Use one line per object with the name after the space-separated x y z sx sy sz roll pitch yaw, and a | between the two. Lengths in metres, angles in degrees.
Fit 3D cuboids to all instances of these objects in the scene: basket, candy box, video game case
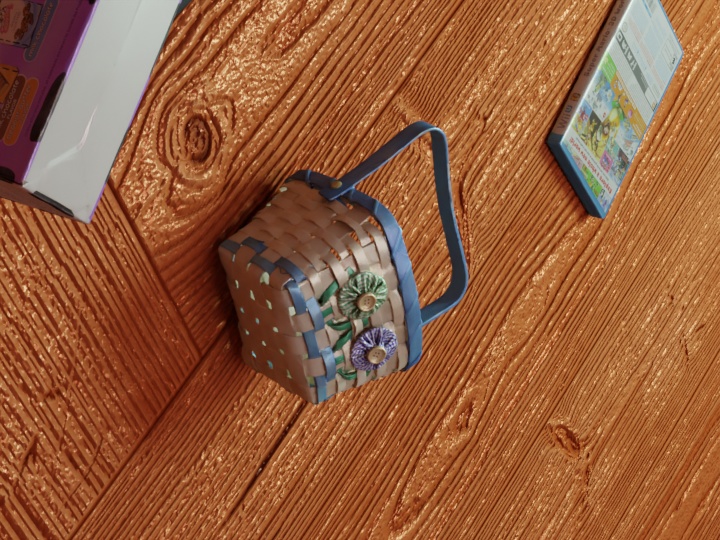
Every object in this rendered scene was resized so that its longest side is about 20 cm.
0.000 0.000 1.685 0.200 0.139 0.176 -39 134 -29 | basket
-0.215 -0.135 1.238 0.072 0.200 0.168 34 76 -57 | candy box
0.248 -0.169 2.108 0.200 0.018 0.143 -63 147 -17 | video game case

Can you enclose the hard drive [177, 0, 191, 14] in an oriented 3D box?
-0.140 -0.216 1.444 0.200 0.033 0.140 -50 157 -32 | hard drive
